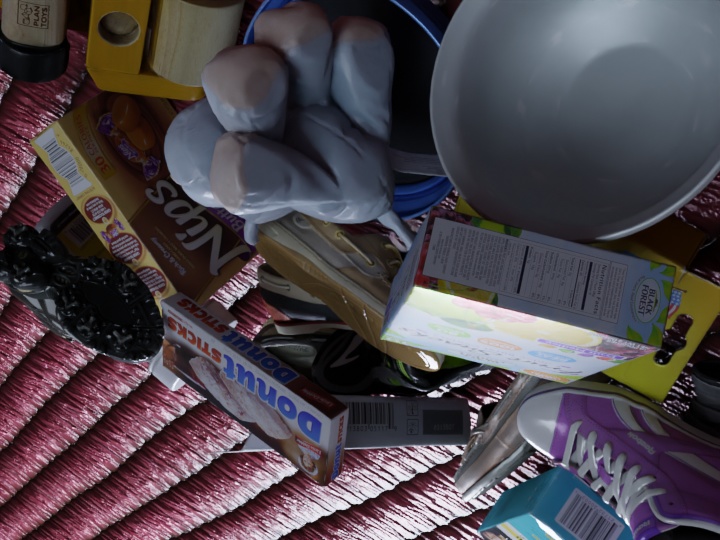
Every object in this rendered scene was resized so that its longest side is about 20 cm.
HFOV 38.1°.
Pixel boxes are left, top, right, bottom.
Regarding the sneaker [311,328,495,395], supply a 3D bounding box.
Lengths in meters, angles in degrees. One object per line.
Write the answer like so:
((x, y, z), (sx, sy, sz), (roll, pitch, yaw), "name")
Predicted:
((0.039, 0.064, 0.863), (0.199, 0.083, 0.071), (-13, 88, 30), "sneaker")

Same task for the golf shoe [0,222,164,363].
((-0.241, 0.030, 0.931), (0.200, 0.078, 0.095), (31, 158, 26), "golf shoe")

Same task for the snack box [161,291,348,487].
((-0.091, 0.093, 0.852), (0.200, 0.024, 0.072), (30, 130, 31), "snack box")

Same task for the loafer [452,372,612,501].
((0.133, 0.123, 0.883), (0.063, 0.072, 0.200), (52, 134, 17), "loafer")

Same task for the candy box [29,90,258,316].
((-0.185, -0.066, 0.932), (0.056, 0.117, 0.200), (-22, 107, 45), "candy box")

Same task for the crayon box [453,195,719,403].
((0.160, -0.003, 0.764), (0.200, 0.051, 0.127), (31, 137, 15), "crayon box")

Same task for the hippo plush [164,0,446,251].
((-0.051, -0.100, 0.758), (0.199, 0.160, 0.161), (17, 173, -33), "hippo plush")

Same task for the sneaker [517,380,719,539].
((0.189, 0.145, 0.736), (0.200, 0.114, 0.073), (18, 119, 28), "sneaker")

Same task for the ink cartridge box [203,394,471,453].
((-0.025, 0.141, 0.951), (0.200, 0.162, 0.057), (-7, 80, 50), "ink cartridge box")

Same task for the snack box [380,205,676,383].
((0.094, 0.024, 0.658), (0.142, 0.053, 0.200), (15, 168, -1), "snack box")

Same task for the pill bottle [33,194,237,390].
((-0.227, 0.019, 1.034), (0.200, 0.114, 0.114), (42, 138, 3), "pill bottle")

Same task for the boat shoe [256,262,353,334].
((-0.009, 0.012, 0.896), (0.200, 0.071, 0.063), (-9, 108, 41), "boat shoe")

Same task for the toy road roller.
((-0.195, -0.233, 0.830), (0.199, 0.146, 0.123), (7, 138, -15), "toy road roller")

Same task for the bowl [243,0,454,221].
((0.001, -0.133, 0.793), (0.200, 0.039, 0.201), (20, 132, 24), "bowl")

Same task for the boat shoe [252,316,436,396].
((-0.019, 0.090, 0.965), (0.199, 0.065, 0.073), (6, 124, 33), "boat shoe")

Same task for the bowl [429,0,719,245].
((0.149, -0.105, 0.633), (0.200, 0.090, 0.202), (-8, 76, 32), "bowl")

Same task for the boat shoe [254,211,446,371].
((0.000, 0.000, 0.816), (0.200, 0.069, 0.074), (36, 160, 25), "boat shoe")

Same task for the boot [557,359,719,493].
((0.251, 0.122, 0.794), (0.199, 0.070, 0.132), (9, 121, 24), "boot")

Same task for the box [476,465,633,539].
((0.162, 0.220, 0.883), (0.082, 0.049, 0.200), (38, 162, 7), "box")
